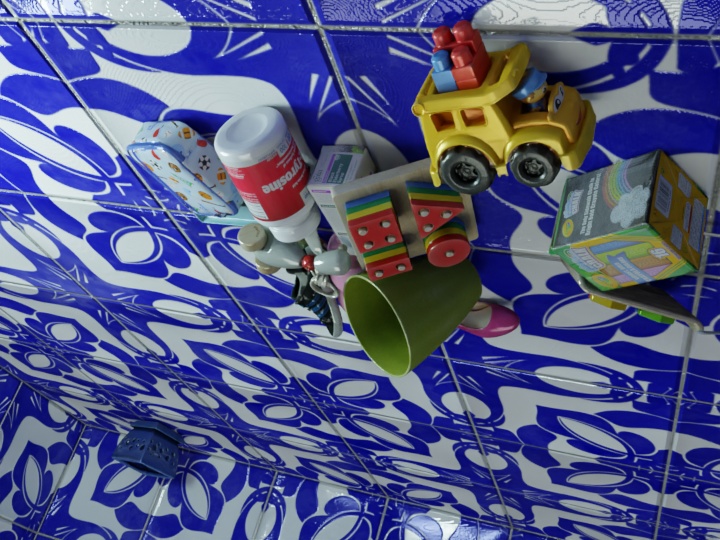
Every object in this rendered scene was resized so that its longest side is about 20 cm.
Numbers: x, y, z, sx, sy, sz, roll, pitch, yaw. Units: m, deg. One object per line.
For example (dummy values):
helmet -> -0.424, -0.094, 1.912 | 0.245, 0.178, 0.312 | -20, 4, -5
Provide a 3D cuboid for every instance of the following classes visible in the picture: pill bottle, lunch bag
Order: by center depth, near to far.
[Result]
pill bottle -> -0.134, -0.141, 1.288 | 0.111, 0.113, 0.201 | 4, 141, 28
lunch bag -> -0.288, -0.165, 1.408 | 0.159, 0.076, 0.200 | 6, 149, 42

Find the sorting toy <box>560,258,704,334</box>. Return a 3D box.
sorting toy -> 0.407, 0.038, 1.285 | 0.198, 0.037, 0.185 | 21, -167, 0

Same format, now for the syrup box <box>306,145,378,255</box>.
syrup box -> -0.006, -0.106, 1.341 | 0.081, 0.079, 0.200 | 6, 151, 24

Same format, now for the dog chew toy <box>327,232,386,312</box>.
dog chew toy -> 0.000, 0.000, 1.509 | 0.123, 0.125, 0.201 | 5, 143, 26

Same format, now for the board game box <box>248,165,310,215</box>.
board game box -> -0.142, -0.135, 1.441 | 0.104, 0.024, 0.200 | 20, 155, 2

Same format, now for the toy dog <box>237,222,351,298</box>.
toy dog -> -0.104, -0.044, 1.414 | 0.198, 0.097, 0.132 | 19, 153, 4

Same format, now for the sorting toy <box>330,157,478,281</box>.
sorting toy -> 0.078, -0.067, 1.271 | 0.197, 0.070, 0.201 | -16, 144, 6

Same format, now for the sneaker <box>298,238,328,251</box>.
sneaker -> -0.089, 0.006, 1.584 | 0.067, 0.091, 0.200 | 10, 159, 18

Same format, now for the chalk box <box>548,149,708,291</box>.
chalk box -> 0.350, -0.059, 1.150 | 0.123, 0.125, 0.199 | 33, 151, -28

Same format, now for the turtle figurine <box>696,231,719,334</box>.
turtle figurine -> 0.564, 0.022, 1.144 | 0.199, 0.145, 0.193 | 30, 148, -30

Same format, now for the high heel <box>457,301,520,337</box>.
high heel -> 0.199, 0.077, 1.580 | 0.199, 0.068, 0.096 | 12, 167, 44

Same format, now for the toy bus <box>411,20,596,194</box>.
toy bus -> 0.163, -0.207, 1.003 | 0.198, 0.136, 0.193 | -1, 132, 31

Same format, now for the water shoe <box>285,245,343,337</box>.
water shoe -> -0.087, 0.043, 1.536 | 0.078, 0.072, 0.201 | -18, 123, -2

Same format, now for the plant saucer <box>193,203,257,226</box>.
plant saucer -> -0.218, -0.104, 1.509 | 0.198, 0.019, 0.070 | 5, 151, 24

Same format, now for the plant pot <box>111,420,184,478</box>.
plant pot -> -0.848, 0.719, 3.391 | 0.199, 0.181, 0.200 | -3, 147, 38

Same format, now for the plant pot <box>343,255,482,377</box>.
plant pot -> 0.103, 0.052, 1.428 | 0.187, 0.199, 0.188 | 43, 148, 36
